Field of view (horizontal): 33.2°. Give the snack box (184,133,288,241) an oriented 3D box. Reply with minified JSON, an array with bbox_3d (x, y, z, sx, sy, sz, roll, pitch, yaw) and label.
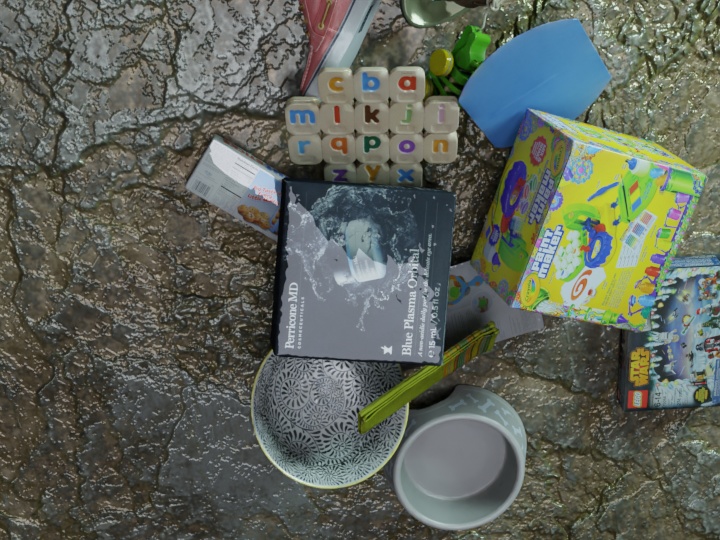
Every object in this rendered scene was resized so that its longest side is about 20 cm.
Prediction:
[{"bbox_3d":[-0.108,-0.081,1.452,0.198,0.024,0.072,30,107,-15],"label":"snack box"}]

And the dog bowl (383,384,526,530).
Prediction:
[{"bbox_3d":[0.126,0.253,1.590,0.196,0.059,0.203,-1,112,-2],"label":"dog bowl"}]

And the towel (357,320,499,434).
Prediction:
[{"bbox_3d":[0.081,0.132,1.449,0.198,0.086,0.018,-33,70,-12],"label":"towel"}]

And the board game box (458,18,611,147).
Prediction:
[{"bbox_3d":[0.192,-0.221,1.373,0.157,0.039,0.200,-32,148,14],"label":"board game box"}]

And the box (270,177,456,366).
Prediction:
[{"bbox_3d":[0.000,0.000,1.395,0.196,0.117,0.200,3,95,-6],"label":"box"}]

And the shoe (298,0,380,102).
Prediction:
[{"bbox_3d":[-0.039,-0.285,1.351,0.090,0.072,0.202,33,120,6],"label":"shoe"}]

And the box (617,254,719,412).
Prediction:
[{"bbox_3d":[0.402,0.081,1.543,0.134,0.040,0.203,-3,113,-1],"label":"box"}]

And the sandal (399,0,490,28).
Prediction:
[{"bbox_3d":[0.135,-0.332,1.341,0.198,0.058,0.081,-22,113,6],"label":"sandal"}]

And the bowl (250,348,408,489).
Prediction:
[{"bbox_3d":[-0.046,0.163,1.507,0.197,0.094,0.205,0,90,-14],"label":"bowl"}]

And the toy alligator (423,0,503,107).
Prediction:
[{"bbox_3d":[0.116,-0.228,1.361,0.059,0.055,0.201,2,137,-41],"label":"toy alligator"}]

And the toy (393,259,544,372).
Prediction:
[{"bbox_3d":[0.122,0.042,1.507,0.197,0.047,0.117,-15,110,-2],"label":"toy"}]

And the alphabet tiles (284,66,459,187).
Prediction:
[{"bbox_3d":[0.014,-0.160,1.384,0.196,0.015,0.197,0,142,3],"label":"alphabet tiles"}]

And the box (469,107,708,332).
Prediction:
[{"bbox_3d":[0.261,-0.057,1.403,0.190,0.122,0.203,11,110,-25],"label":"box"}]
